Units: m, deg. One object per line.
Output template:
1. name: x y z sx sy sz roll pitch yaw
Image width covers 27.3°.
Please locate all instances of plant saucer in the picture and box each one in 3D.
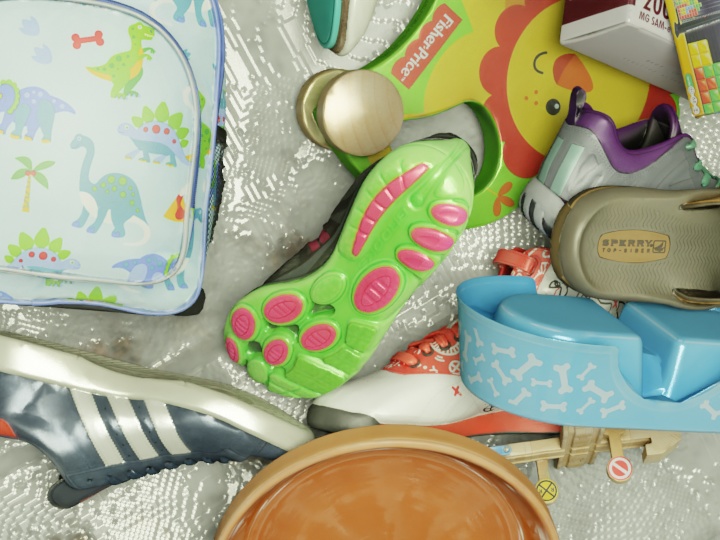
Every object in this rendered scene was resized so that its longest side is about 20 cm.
1. plant saucer: 0.014 0.169 0.835 0.198 0.032 0.202 -1 120 -2

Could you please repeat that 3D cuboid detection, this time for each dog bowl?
1. dog bowl: 0.143 0.046 0.798 0.198 0.111 0.050 4 106 -18

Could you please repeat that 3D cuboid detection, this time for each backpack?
1. backpack: -0.155 -0.081 0.769 0.181 0.147 0.202 6 88 -14

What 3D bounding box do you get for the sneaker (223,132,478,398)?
1. sneaker: 0.000 0.000 0.813 0.077 0.084 0.200 47 122 -3

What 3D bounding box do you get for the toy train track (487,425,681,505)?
1. toy train track: 0.085 0.117 0.850 0.198 0.115 0.033 -7 69 3

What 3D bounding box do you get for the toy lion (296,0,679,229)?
1. toy lion: 0.091 -0.105 0.867 0.191 0.069 0.200 41 84 -18

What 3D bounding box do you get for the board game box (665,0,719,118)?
1. board game box: 0.229 -0.200 0.805 0.164 0.057 0.202 -20 97 -35

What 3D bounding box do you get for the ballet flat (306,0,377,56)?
1. ballet flat: -0.006 -0.221 0.827 0.069 0.069 0.202 -10 81 -11

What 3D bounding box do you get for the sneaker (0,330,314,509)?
1. sneaker: -0.127 0.095 0.820 0.198 0.075 0.085 14 88 -2

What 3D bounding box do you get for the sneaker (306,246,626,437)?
1. sneaker: 0.065 0.041 0.861 0.199 0.067 0.109 0 91 -15

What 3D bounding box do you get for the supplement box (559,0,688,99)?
1. supplement box: 0.184 -0.211 0.845 0.108 0.061 0.202 16 77 -31

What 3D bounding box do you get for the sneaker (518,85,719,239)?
1. sneaker: 0.191 -0.044 0.854 0.199 0.074 0.088 11 109 -29

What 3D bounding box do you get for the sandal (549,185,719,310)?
1. sandal: 0.200 -0.017 0.804 0.198 0.055 0.083 0 97 -21
